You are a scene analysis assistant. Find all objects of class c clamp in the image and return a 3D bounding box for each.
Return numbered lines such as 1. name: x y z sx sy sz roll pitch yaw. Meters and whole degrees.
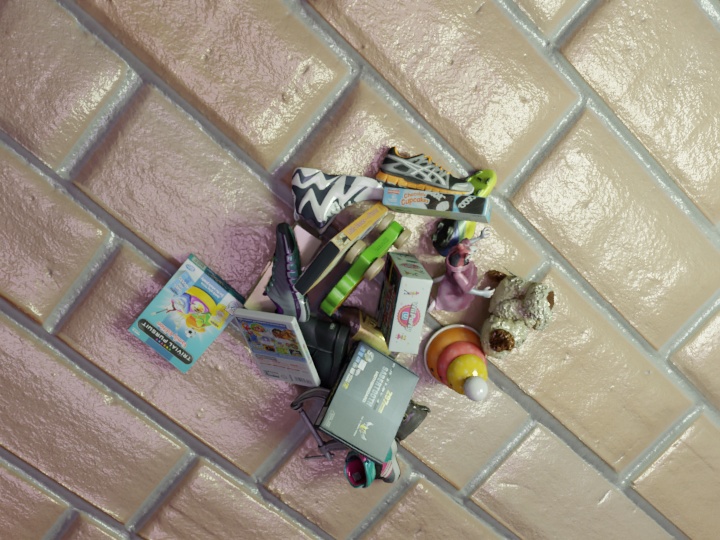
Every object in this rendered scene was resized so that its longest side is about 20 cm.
1. c clamp: -0.089 0.340 1.266 0.168 0.027 0.202 -12 115 24

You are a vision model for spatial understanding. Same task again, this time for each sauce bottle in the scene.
1. sauce bottle: 0.000 0.121 1.248 0.198 0.065 0.065 33 100 -14

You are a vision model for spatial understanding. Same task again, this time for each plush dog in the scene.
1. plush dog: 0.311 0.104 1.228 0.159 0.200 0.174 26 84 20

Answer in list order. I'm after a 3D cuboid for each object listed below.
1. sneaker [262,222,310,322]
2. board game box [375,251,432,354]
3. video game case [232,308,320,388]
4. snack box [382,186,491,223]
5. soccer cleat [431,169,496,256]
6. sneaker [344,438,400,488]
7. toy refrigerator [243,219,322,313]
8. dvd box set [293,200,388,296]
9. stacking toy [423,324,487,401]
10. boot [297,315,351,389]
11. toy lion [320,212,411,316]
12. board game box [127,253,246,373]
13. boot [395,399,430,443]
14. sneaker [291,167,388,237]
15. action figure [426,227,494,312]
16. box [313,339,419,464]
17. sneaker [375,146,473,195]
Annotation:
1. sneaker: -0.156 0.011 1.125 0.086 0.075 0.204 -9 106 3
2. board game box: 0.083 0.058 1.168 0.063 0.200 0.150 8 104 -9
3. video game case: -0.169 0.162 1.195 0.141 0.018 0.202 7 134 25
4. snack box: 0.151 -0.127 1.129 0.196 0.116 0.038 8 90 16
5. soccer cleat: 0.224 -0.118 1.217 0.083 0.065 0.202 27 98 -42
6. sneaker: 0.024 0.438 1.283 0.120 0.084 0.202 -30 138 -21
7. toy refrigerator: -0.162 -0.003 1.195 0.069 0.076 0.201 33 100 -12
8. dvd box set: -0.035 -0.044 1.110 0.029 0.200 0.147 43 129 2
9. stacking toy: 0.218 0.211 1.222 0.143 0.200 0.149 -1 105 -4
10. boot: -0.113 0.168 1.249 0.166 0.077 0.202 18 128 10
11. toy lion: 0.000 0.000 1.165 0.068 0.200 0.192 41 134 4
12. board game box: -0.361 0.092 1.217 0.151 0.047 0.200 41 98 -13
13. boot: 0.041 0.334 1.311 0.199 0.069 0.174 -38 113 12
14. sneaker: -0.045 -0.127 1.161 0.195 0.079 0.132 8 96 -9
15. action figure: 0.196 -0.005 1.181 0.146 0.201 0.136 -2 63 11
16. box: 0.015 0.271 1.204 0.156 0.051 0.202 33 68 -12
17. sneaker: 0.132 -0.192 1.162 0.196 0.078 0.079 14 91 2
